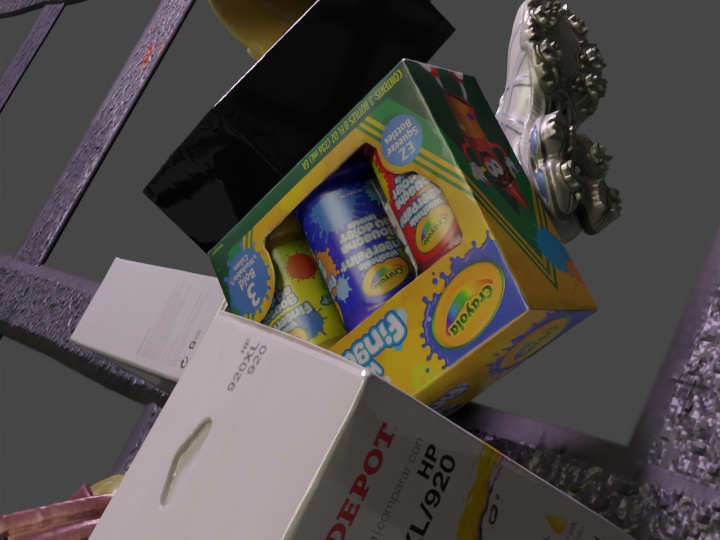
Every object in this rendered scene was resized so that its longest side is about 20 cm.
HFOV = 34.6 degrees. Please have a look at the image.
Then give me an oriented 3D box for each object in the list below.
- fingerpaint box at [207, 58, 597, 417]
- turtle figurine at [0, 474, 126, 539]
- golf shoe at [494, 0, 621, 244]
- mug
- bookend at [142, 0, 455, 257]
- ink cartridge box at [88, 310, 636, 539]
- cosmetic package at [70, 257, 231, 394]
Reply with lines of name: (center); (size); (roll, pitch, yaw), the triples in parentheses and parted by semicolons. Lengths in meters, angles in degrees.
fingerpaint box: (0.014, 0.006, 0.688); (0.200, 0.073, 0.168); (-40, 63, 34)
turtle figurine: (-0.096, 0.157, 0.673); (0.194, 0.200, 0.144); (-52, 10, -4)
golf shoe: (0.105, -0.096, 0.745); (0.097, 0.078, 0.201); (-33, 38, 40)
mug: (-0.056, -0.287, 1.059); (0.186, 0.150, 0.154); (-5, 49, 42)
bookend: (-0.053, -0.125, 0.918); (0.200, 0.092, 0.199); (-50, 10, -26)
ink cartridge box: (-0.001, 0.138, 0.554); (0.144, 0.200, 0.148); (13, 72, 55)
cosmetic package: (-0.119, 0.056, 0.860); (0.199, 0.113, 0.082); (12, 71, 53)
